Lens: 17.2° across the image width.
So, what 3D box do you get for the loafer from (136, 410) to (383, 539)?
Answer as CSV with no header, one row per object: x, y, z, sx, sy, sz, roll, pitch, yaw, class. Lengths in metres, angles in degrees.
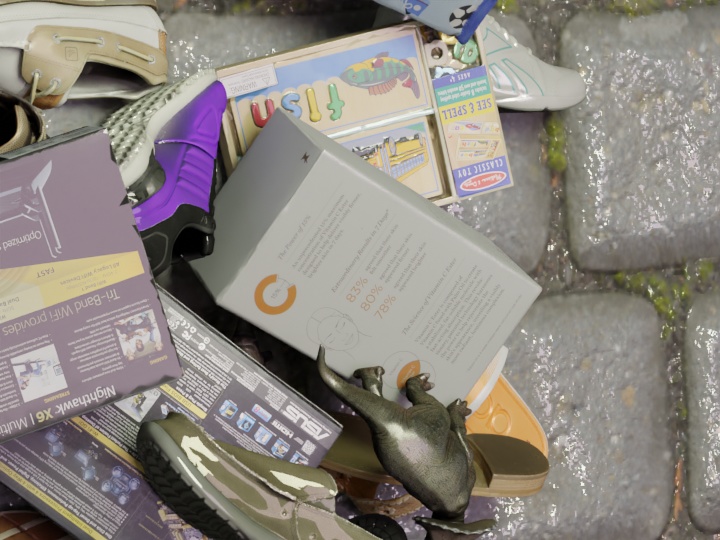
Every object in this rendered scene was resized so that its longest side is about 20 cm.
-0.055,0.148,1.487,0.200,0.075,0.070,41,69,-17,loafer

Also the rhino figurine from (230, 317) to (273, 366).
-0.082,0.123,1.606,0.060,0.087,0.200,1,89,0,rhino figurine

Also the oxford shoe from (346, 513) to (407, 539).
-0.033,0.246,1.623,0.200,0.073,0.084,-50,156,10,oxford shoe

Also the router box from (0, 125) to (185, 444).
-0.221,0.019,1.388,0.200,0.052,0.158,-19,100,-16,router box

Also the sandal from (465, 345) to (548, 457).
0.087,0.086,1.749,0.207,0.059,0.079,42,65,-30,sandal

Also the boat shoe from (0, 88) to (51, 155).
-0.230,-0.072,1.446,0.200,0.073,0.075,25,69,-52,boat shoe

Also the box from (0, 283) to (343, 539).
-0.136,0.105,1.520,0.200,0.049,0.161,37,79,-11,box

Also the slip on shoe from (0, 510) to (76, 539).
-0.247,0.208,1.489,0.076,0.061,0.200,45,37,21,slip on shoe

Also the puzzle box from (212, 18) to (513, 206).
0.000,-0.097,1.655,0.200,0.025,0.133,-16,101,-15,puzzle box

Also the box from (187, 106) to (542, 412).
0.000,0.000,1.607,0.200,0.097,0.124,32,97,-29,box

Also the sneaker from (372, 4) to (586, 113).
0.090,-0.155,1.742,0.200,0.070,0.080,3,89,-38,sneaker

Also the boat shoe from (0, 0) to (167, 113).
-0.203,-0.136,1.500,0.200,0.075,0.069,-14,79,-38,boat shoe

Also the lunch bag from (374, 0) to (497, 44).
0.024,-0.276,1.632,0.170,0.124,0.200,21,47,-21,lunch bag

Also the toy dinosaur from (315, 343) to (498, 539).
0.040,0.116,1.556,0.077,0.102,0.200,-25,127,3,toy dinosaur

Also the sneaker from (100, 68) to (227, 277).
-0.125,-0.055,1.535,0.100,0.069,0.200,61,27,-17,sneaker

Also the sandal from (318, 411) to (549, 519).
0.031,0.155,1.698,0.211,0.078,0.070,7,118,-23,sandal
